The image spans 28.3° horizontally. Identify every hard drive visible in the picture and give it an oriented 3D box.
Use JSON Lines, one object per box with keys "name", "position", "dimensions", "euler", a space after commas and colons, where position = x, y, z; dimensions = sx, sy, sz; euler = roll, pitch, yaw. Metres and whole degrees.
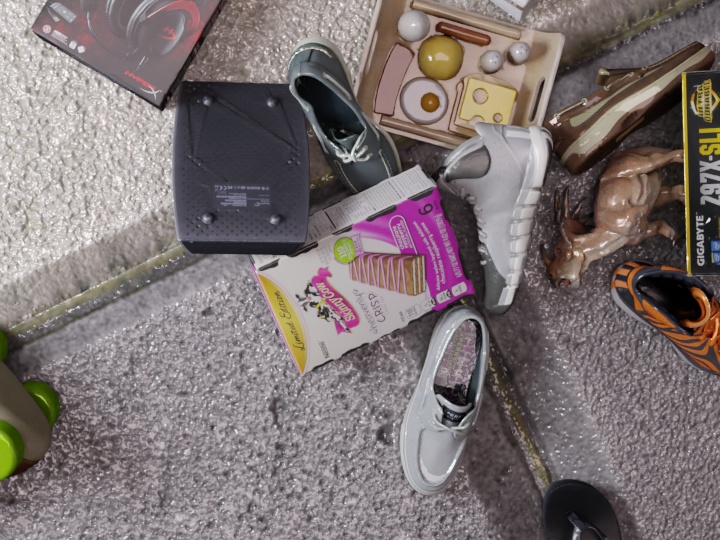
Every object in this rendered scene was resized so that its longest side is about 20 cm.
{"name": "hard drive", "position": [-0.118, -0.099, 1.403], "dimensions": [0.134, 0.042, 0.201], "euler": [0, 55, -7]}

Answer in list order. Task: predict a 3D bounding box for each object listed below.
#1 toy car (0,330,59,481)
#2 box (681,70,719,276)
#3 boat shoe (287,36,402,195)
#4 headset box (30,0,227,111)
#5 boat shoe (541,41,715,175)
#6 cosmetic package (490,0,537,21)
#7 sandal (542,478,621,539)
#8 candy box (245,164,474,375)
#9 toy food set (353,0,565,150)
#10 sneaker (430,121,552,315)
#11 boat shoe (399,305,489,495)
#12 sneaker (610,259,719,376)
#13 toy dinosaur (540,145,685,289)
{"name": "toy car", "position": [-0.414, 0.169, 1.380], "dimensions": [0.200, 0.164, 0.158], "euler": [-40, 96, 9]}
{"name": "box", "position": [0.366, -0.098, 1.452], "dimensions": [0.049, 0.160, 0.201], "euler": [-1, 94, 23]}
{"name": "boat shoe", "position": [-0.018, -0.133, 1.421], "dimensions": [0.072, 0.062, 0.201], "euler": [-16, 121, 20]}
{"name": "headset box", "position": [-0.210, -0.282, 1.416], "dimensions": [0.148, 0.075, 0.201], "euler": [31, 89, -7]}
{"name": "boat shoe", "position": [0.275, -0.186, 1.481], "dimensions": [0.202, 0.075, 0.075], "euler": [-35, 74, -14]}
{"name": "cosmetic package", "position": [0.181, -0.367, 1.454], "dimensions": [0.101, 0.074, 0.200], "euler": [36, 89, 5]}
{"name": "sandal", "position": [0.251, 0.314, 1.513], "dimensions": [0.076, 0.043, 0.201], "euler": [-20, 95, -6]}
{"name": "candy box", "position": [0.000, 0.000, 1.436], "dimensions": [0.199, 0.061, 0.137], "euler": [-25, 121, -4]}
{"name": "toy food set", "position": [0.098, -0.199, 1.464], "dimensions": [0.199, 0.060, 0.144], "euler": [15, 91, -7]}
{"name": "sneaker", "position": [0.120, -0.059, 1.460], "dimensions": [0.115, 0.075, 0.201], "euler": [11, 105, -1]}
{"name": "boat shoe", "position": [0.088, 0.135, 1.471], "dimensions": [0.070, 0.072, 0.202], "euler": [12, 91, -7]}
{"name": "sneaker", "position": [0.354, 0.058, 1.479], "dimensions": [0.199, 0.112, 0.078], "euler": [27, 89, -7]}
{"name": "toy dinosaur", "position": [0.269, -0.076, 1.485], "dimensions": [0.200, 0.135, 0.086], "euler": [-56, 135, -24]}
